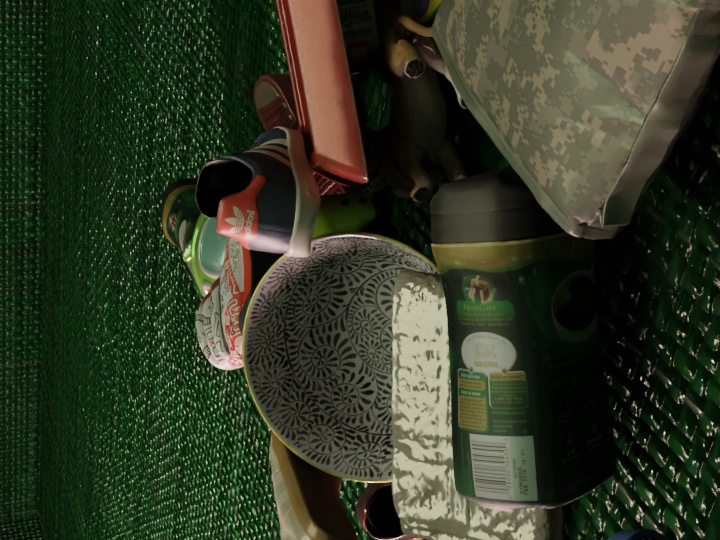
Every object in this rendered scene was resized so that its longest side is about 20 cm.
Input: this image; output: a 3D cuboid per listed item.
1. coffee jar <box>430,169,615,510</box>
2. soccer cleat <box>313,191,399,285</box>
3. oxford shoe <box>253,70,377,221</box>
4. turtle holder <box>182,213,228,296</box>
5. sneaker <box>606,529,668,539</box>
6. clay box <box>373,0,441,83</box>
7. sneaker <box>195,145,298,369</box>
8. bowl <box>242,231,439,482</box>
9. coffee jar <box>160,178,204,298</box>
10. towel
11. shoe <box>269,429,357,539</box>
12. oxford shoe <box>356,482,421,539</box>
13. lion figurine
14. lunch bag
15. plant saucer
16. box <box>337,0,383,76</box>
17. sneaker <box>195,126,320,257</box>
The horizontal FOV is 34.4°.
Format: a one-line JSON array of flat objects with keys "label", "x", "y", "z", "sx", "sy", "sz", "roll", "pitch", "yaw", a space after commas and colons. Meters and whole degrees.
[{"label": "coffee jar", "x": 0.100, "y": 0.038, "z": 0.721, "sx": 0.085, "sy": 0.104, "sz": 0.201, "roll": -1, "pitch": 97, "yaw": 41}, {"label": "soccer cleat", "x": 0.000, "y": 0.000, "z": 1.012, "sx": 0.200, "sy": 0.081, "sz": 0.068, "roll": 68, "pitch": -168, "yaw": -58}, {"label": "oxford shoe", "x": -0.020, "y": -0.101, "z": 1.075, "sx": 0.070, "sy": 0.075, "sz": 0.201, "roll": -31, "pitch": 85, "yaw": 55}, {"label": "turtle holder", "x": -0.077, "y": -0.030, "z": 1.153, "sx": 0.141, "sy": 0.185, "sz": 0.132, "roll": 59, "pitch": 167, "yaw": -23}, {"label": "sneaker", "x": 0.159, "y": 0.254, "z": 0.702, "sx": 0.078, "sy": 0.070, "sz": 0.201, "roll": -8, "pitch": 87, "yaw": 60}, {"label": "clay box", "x": 0.049, "y": -0.231, "z": 0.909, "sx": 0.200, "sy": 0.047, "sz": 0.115, "roll": 135, "pitch": 127, "yaw": -60}, {"label": "sneaker", "x": -0.104, "y": -0.011, "z": 1.041, "sx": 0.108, "sy": 0.067, "sz": 0.202, "roll": -31, "pitch": 53, "yaw": 48}, {"label": "bowl", "x": 0.014, "y": 0.059, "z": 0.938, "sx": 0.094, "sy": 0.200, "sz": 0.202, "roll": -31, "pitch": -54, "yaw": -66}, {"label": "coffee jar", "x": -0.170, "y": -0.041, "z": 1.378, "sx": 0.200, "sy": 0.104, "sz": 0.086, "roll": -130, "pitch": 45, "yaw": -55}, {"label": "towel", "x": 0.084, "y": 0.103, "z": 0.833, "sx": 0.132, "sy": 0.034, "sz": 0.201, "roll": 5, "pitch": 99, "yaw": 33}, {"label": "shoe", "x": -0.048, "y": 0.179, "z": 0.950, "sx": 0.053, "sy": 0.070, "sz": 0.200, "roll": -59, "pitch": 18, "yaw": 16}, {"label": "oxford shoe", "x": 0.028, "y": 0.198, "z": 0.993, "sx": 0.200, "sy": 0.072, "sz": 0.071, "roll": 142, "pitch": 120, "yaw": -63}, {"label": "lion figurine", "x": 0.043, "y": -0.128, "z": 0.886, "sx": 0.123, "sy": 0.072, "sz": 0.201, "roll": -113, "pitch": 21, "yaw": -47}, {"label": "lunch bag", "x": 0.134, "y": -0.137, "z": 0.642, "sx": 0.164, "sy": 0.117, "sz": 0.200, "roll": 110, "pitch": 152, "yaw": -44}, {"label": "plant saucer", "x": -0.036, "y": -0.163, "z": 0.913, "sx": 0.200, "sy": 0.037, "sz": 0.201, "roll": -148, "pitch": 49, "yaw": -84}, {"label": "box", "x": -0.017, "y": -0.221, "z": 0.986, "sx": 0.200, "sy": 0.035, "sz": 0.111, "roll": -131, "pitch": 30, "yaw": -81}, {"label": "sneaker", "x": -0.088, "y": -0.071, "z": 0.914, "sx": 0.200, "sy": 0.084, "sz": 0.075, "roll": -121, "pitch": 40, "yaw": -68}]
